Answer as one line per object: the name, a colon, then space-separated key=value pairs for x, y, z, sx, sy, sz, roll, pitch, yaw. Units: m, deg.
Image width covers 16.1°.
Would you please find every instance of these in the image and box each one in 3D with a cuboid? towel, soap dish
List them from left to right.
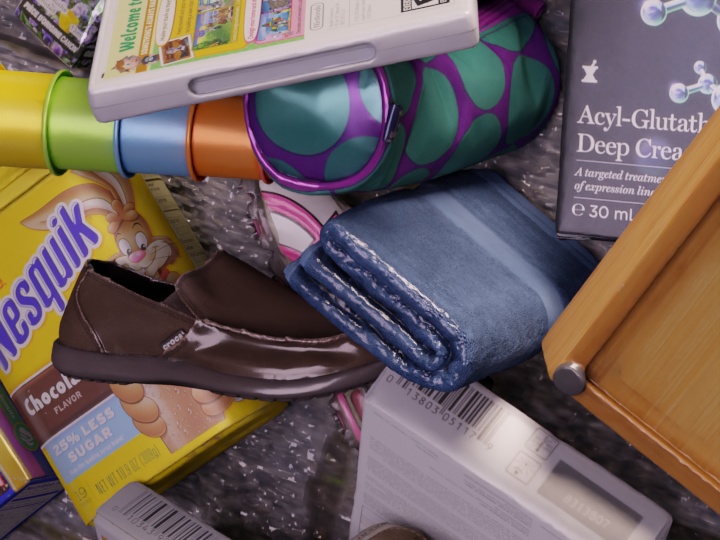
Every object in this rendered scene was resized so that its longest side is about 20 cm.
towel: x=0.050 y=0.005 z=1.290 sx=0.112 sy=0.200 sz=0.049 roll=41 pitch=114 yaw=15
soap dish: x=0.191 y=0.020 z=1.186 sx=0.157 sy=0.081 sz=0.200 roll=39 pitch=122 yaw=7

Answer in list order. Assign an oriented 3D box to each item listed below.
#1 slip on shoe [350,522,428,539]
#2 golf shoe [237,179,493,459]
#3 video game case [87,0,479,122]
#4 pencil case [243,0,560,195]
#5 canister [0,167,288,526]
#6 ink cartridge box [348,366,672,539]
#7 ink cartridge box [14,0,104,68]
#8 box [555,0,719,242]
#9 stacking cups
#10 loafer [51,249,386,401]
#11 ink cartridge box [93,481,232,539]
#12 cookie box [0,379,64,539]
slip on shoe: x=0.058 y=0.219 z=1.339 sx=0.060 sy=0.076 sz=0.201 roll=8 pitch=130 yaw=59
golf shoe: x=0.000 y=0.000 z=1.389 sx=0.092 sy=0.073 sz=0.201 roll=-26 pitch=90 yaw=7
video game case: x=-0.035 y=-0.144 z=1.235 sx=0.181 sy=0.200 sz=0.022 roll=-11 pitch=122 yaw=7
pencil case: x=0.026 y=-0.092 z=1.293 sx=0.085 sy=0.200 sz=0.093 roll=26 pitch=111 yaw=23
canister: x=-0.146 y=0.025 z=1.441 sx=0.148 sy=0.086 sz=0.201 roll=-35 pitch=82 yaw=22
ink cartridge box: x=0.072 y=0.135 z=1.328 sx=0.162 sy=0.200 sz=0.057 roll=33 pitch=69 yaw=14
ink cartridge box: x=-0.094 y=-0.202 z=1.384 sx=0.050 sy=0.109 sz=0.200 roll=42 pitch=109 yaw=15
box: x=0.188 y=-0.111 z=1.271 sx=0.148 sy=0.107 sz=0.201 roll=6 pitch=96 yaw=23
stacking cups: x=-0.104 y=-0.078 z=1.349 sx=0.199 sy=0.060 sz=0.061 roll=2 pitch=96 yaw=13
loafer: x=-0.071 y=0.026 z=1.332 sx=0.199 sy=0.073 sz=0.071 roll=3 pitch=97 yaw=17
ink cartridge box: x=-0.053 y=0.235 z=1.393 sx=0.198 sy=0.043 sz=0.201 roll=27 pitch=140 yaw=35
cookie box: x=-0.287 y=0.104 z=1.515 sx=0.200 sy=0.075 sz=0.172 roll=-38 pitch=79 yaw=21
